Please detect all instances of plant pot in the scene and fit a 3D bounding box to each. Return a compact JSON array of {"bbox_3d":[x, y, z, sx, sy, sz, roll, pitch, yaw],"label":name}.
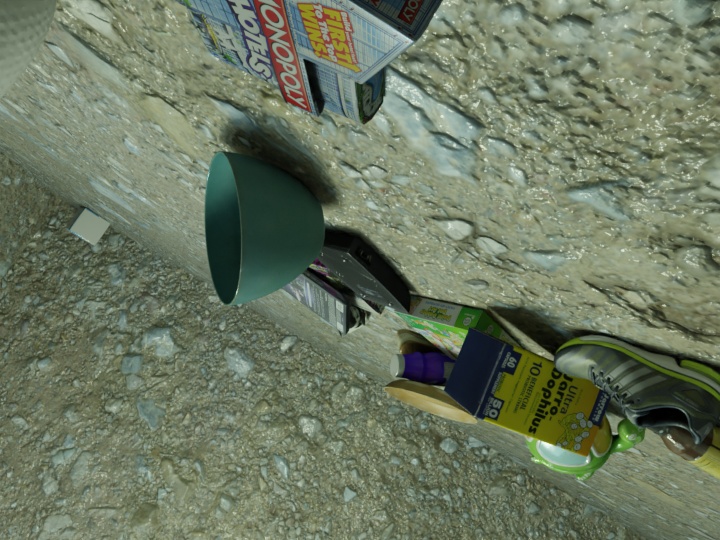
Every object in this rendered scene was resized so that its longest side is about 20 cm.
[{"bbox_3d":[-0.128,-0.059,0.707,0.133,0.203,0.199,-4,-177,-29],"label":"plant pot"},{"bbox_3d":[0.145,0.264,1.043,0.198,0.028,0.200,20,161,7],"label":"plant pot"}]

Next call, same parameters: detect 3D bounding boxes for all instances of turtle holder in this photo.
[{"bbox_3d":[0.380,0.286,0.899,0.185,0.141,0.132,29,151,43],"label":"turtle holder"}]

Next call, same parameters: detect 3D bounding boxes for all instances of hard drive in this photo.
[{"bbox_3d":[0.000,0.000,0.878,0.134,0.043,0.200,16,159,44],"label":"hard drive"}]

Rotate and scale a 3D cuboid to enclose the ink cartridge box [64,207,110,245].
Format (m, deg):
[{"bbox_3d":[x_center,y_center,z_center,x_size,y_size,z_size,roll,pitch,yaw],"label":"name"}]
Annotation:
[{"bbox_3d":[-1.478,-0.240,2.761,0.146,0.147,0.199,39,163,-34],"label":"ink cartridge box"}]

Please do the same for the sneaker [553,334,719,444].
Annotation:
[{"bbox_3d":[0.322,0.137,0.611,0.199,0.081,0.074,10,145,49],"label":"sneaker"}]

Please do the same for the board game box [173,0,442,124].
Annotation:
[{"bbox_3d":[-0.040,-0.173,0.345,0.198,0.062,0.200,28,165,12],"label":"board game box"}]

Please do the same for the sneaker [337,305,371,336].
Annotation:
[{"bbox_3d":[-0.019,0.100,1.189,0.200,0.088,0.075,98,149,-78],"label":"sneaker"}]

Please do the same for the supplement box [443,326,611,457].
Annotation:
[{"bbox_3d":[0.245,0.176,0.752,0.198,0.110,0.109,23,180,-16],"label":"supplement box"}]

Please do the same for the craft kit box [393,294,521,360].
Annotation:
[{"bbox_3d":[0.188,0.121,0.915,0.200,0.049,0.197,39,160,-32],"label":"craft kit box"}]

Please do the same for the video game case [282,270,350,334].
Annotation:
[{"bbox_3d":[-0.104,0.045,1.061,0.199,0.019,0.143,35,154,17],"label":"video game case"}]

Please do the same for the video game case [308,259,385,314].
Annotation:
[{"bbox_3d":[-0.065,0.014,1.062,0.199,0.036,0.181,17,160,43],"label":"video game case"}]

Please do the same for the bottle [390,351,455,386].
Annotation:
[{"bbox_3d":[0.161,0.207,1.065,0.198,0.066,0.084,9,155,-18],"label":"bottle"}]

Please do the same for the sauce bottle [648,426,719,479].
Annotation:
[{"bbox_3d":[0.474,0.239,0.710,0.199,0.065,0.065,31,166,5],"label":"sauce bottle"}]

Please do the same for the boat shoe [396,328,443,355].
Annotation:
[{"bbox_3d":[0.166,0.182,1.137,0.199,0.071,0.065,30,-158,-27],"label":"boat shoe"}]

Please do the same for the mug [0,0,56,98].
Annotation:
[{"bbox_3d":[-0.424,-0.277,0.520,0.199,0.176,0.148,26,165,16],"label":"mug"}]
